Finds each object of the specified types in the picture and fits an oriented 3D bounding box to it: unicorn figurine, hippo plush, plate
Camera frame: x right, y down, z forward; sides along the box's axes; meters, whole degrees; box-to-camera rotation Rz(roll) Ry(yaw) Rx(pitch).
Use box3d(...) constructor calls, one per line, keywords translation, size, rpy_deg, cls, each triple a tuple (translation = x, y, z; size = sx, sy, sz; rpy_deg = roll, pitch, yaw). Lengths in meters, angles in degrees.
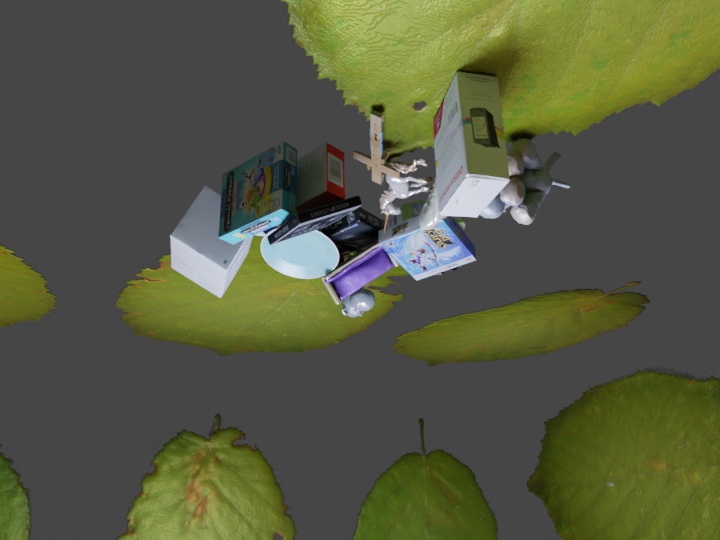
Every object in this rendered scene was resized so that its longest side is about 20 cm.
box3d(translation=(0.097, -0.190, 1.238), size=(0.132, 0.076, 0.202), rpy_deg=(-7, 142, 13), cls="unicorn figurine")
box3d(translation=(-0.033, 0.056, 1.690), size=(0.196, 0.167, 0.157), rpy_deg=(-20, 154, 39), cls="hippo plush")
box3d(translation=(-0.147, -0.049, 1.326), size=(0.192, 0.026, 0.203), rpy_deg=(3, 142, 2), cls="plate")
box3d(translation=(0.323, -0.197, 1.187), size=(0.199, 0.163, 0.159), rpy_deg=(-39, -159, -29), cls="hippo plush")

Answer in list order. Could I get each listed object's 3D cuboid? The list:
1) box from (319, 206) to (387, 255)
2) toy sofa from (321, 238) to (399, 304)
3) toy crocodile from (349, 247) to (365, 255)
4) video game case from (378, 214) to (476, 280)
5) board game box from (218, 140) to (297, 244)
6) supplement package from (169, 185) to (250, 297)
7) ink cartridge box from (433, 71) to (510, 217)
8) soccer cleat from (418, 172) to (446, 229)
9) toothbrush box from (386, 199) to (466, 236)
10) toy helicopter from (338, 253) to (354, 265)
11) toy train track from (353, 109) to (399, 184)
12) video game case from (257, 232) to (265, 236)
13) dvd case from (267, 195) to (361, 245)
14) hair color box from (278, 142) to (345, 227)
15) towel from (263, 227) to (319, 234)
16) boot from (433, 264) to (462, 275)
box3d(translation=(-0.044, -0.095, 1.443), size=(0.195, 0.045, 0.159), rpy_deg=(-21, 159, 27), cls="box")
box3d(translation=(0.000, 0.000, 1.403), size=(0.196, 0.084, 0.098), rpy_deg=(-32, -170, 3), cls="toy sofa")
box3d(translation=(0.039, -0.055, 1.576), size=(0.193, 0.064, 0.068), rpy_deg=(5, 158, -18), cls="toy crocodile")
box3d(translation=(0.168, -0.061, 1.346), size=(0.177, 0.047, 0.199), rpy_deg=(-20, 142, 28), cls="video game case")
box3d(translation=(-0.218, -0.160, 1.143), size=(0.195, 0.157, 0.046), rpy_deg=(-18, 154, 34), cls="board game box")
box3d(translation=(-0.356, -0.064, 1.310), size=(0.149, 0.154, 0.200), rpy_deg=(31, 153, -6), cls="supplement package")
box3d(translation=(0.191, -0.219, 0.966), size=(0.082, 0.208, 0.148), rpy_deg=(2, 160, -11), cls="ink cartridge box")
box3d(translation=(0.180, -0.180, 1.187), size=(0.076, 0.070, 0.202), rpy_deg=(18, 120, -36), cls="soccer cleat")
box3d(translation=(0.174, -0.104, 1.402), size=(0.192, 0.089, 0.147), rpy_deg=(-9, 149, 12), cls="toothbrush box")
box3d(translation=(0.014, -0.024, 1.503), size=(0.196, 0.081, 0.131), rpy_deg=(-31, 155, 20), cls="toy helicopter")
box3d(translation=(0.038, -0.252, 1.099), size=(0.112, 0.033, 0.202), rpy_deg=(28, 157, 16), cls="toy train track")
box3d(translation=(-0.177, -0.132, 1.406), size=(0.175, 0.025, 0.200), rpy_deg=(4, 158, -17), cls="video game case")
box3d(translation=(-0.101, -0.103, 1.136), size=(0.147, 0.026, 0.199), rpy_deg=(-21, 180, -28), cls="dvd case")
box3d(translation=(-0.120, -0.177, 1.170), size=(0.196, 0.115, 0.063), rpy_deg=(-19, 154, 39), cls="hair color box")
box3d(translation=(-0.174, -0.096, 1.331), size=(0.109, 0.050, 0.199), rpy_deg=(-22, 135, 30), cls="towel")
box3d(translation=(0.180, -0.052, 1.499), size=(0.193, 0.136, 0.068), rpy_deg=(-9, 159, 16), cls="boot")
